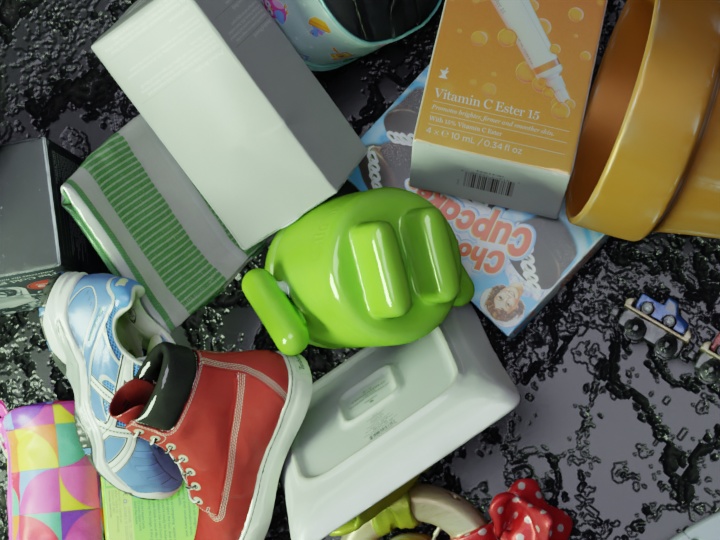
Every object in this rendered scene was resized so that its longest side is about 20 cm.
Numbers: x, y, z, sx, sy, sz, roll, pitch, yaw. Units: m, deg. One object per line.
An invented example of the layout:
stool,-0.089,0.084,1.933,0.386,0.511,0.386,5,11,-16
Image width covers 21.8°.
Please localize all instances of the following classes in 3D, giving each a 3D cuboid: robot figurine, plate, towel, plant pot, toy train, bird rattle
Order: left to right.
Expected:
towel,-0.131,-0.060,1.468,0.200,0.023,0.153,-44,104,-35
robot figurine,0.000,0.000,1.414,0.174,0.200,0.117,-18,94,-27
plate,0.014,0.105,1.421,0.199,0.200,0.032,-34,113,5
bird rattle,0.059,0.216,1.459,0.199,0.113,0.164,24,108,-8
plant pot,0.273,-0.104,1.405,0.182,0.200,0.202,17,86,-3
toy train,0.286,0.072,1.451,0.199,0.034,0.046,29,85,12

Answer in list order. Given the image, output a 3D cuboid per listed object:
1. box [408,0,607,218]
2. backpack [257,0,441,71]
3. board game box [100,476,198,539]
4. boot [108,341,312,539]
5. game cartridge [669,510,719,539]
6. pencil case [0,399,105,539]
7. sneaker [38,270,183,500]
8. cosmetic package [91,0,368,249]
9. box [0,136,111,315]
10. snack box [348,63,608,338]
box,0.118,-0.159,1.449,0.123,0.098,0.202,12,72,3
backpack,-0.033,-0.259,1.473,0.153,0.176,0.201,-28,99,45
board game box,-0.154,0.202,1.498,0.101,0.048,0.202,-5,82,-3
boot,-0.132,0.145,1.398,0.143,0.072,0.201,6,114,-28
game cartridge,0.251,0.285,1.431,0.200,0.042,0.133,-46,74,2
pencil case,-0.249,0.201,1.508,0.088,0.088,0.202,-9,81,9
sneaker,-0.174,0.091,1.414,0.076,0.076,0.201,-6,120,27
cosmetic package,-0.098,-0.130,1.423,0.106,0.090,0.201,-27,108,31
box,-0.307,-0.025,1.495,0.198,0.182,0.105,-10,82,10
snack box,0.089,-0.055,1.500,0.200,0.037,0.116,44,93,12
